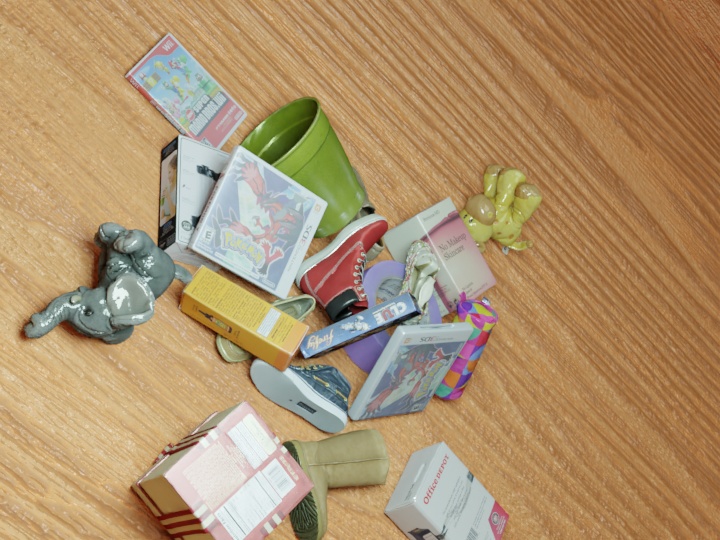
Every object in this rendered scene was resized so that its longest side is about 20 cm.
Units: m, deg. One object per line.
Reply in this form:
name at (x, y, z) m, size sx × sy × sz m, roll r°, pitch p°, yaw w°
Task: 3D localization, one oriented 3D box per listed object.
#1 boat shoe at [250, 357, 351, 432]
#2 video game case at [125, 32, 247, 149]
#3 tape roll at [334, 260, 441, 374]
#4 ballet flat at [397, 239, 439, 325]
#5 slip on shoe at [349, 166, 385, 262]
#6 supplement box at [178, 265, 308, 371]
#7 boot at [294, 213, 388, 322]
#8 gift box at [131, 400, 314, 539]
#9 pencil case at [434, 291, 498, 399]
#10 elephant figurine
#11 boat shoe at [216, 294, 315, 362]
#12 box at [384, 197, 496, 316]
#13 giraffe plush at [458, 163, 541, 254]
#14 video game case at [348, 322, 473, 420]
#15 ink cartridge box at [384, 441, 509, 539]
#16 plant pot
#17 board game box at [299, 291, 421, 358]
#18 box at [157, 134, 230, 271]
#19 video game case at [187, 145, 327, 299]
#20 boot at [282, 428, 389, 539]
boat shoe at (-0.098, 0.183, 1.670) m, size 0.200 × 0.071 × 0.091 m, roll 40°, pitch 39°, yaw -25°
video game case at (-0.301, -0.306, 1.764) m, size 0.200 × 0.017 × 0.143 m, roll 45°, pitch 45°, yaw -16°
tape roll at (0.052, 0.090, 1.844) m, size 0.199 × 0.085 × 0.202 m, roll 22°, pitch 54°, yaw -34°
ballet flat at (0.114, 0.017, 1.835) m, size 0.075 × 0.064 × 0.201 m, roll 35°, pitch 48°, yaw -25°
slip on shoe at (0.002, -0.116, 1.922) m, size 0.076 × 0.060 × 0.202 m, roll 9°, pitch 63°, yaw -40°
supplement box at (-0.185, 0.075, 1.582) m, size 0.199 × 0.067 × 0.069 m, roll 29°, pitch 55°, yaw 0°
boot at (0.000, 0.000, 1.758) m, size 0.200 × 0.073 × 0.144 m, roll -40°, pitch 58°, yaw -14°
gift box at (-0.185, 0.303, 1.424) m, size 0.199 × 0.186 × 0.185 m, roll -35°, pitch 93°, yaw -32°
pencil case at (0.186, 0.143, 1.869) m, size 0.088 × 0.201 × 0.089 m, roll 16°, pitch 27°, yaw -9°
elephant figurine at (-0.362, 0.045, 1.459) m, size 0.142 × 0.154 × 0.202 m, roll 75°, pitch 29°, yaw -59°
boat shoe at (-0.155, 0.090, 1.660) m, size 0.200 × 0.063 × 0.074 m, roll -23°, pitch 85°, yaw -48°
box at (0.157, -0.022, 1.986) m, size 0.128 × 0.109 × 0.201 m, roll -31°, pitch 91°, yaw -47°
giraffe plush at (0.267, -0.116, 2.136) m, size 0.161 × 0.172 × 0.202 m, roll -12°, pitch 111°, yaw -36°
video game case at (0.089, 0.175, 1.751) m, size 0.181 × 0.201 × 0.023 m, roll 0°, pitch 39°, yaw -44°
ink cartridge box at (0.153, 0.425, 1.762) m, size 0.200 × 0.084 × 0.145 m, roll 48°, pitch 44°, yaw -15°
plant pot at (-0.096, -0.166, 1.778) m, size 0.193 × 0.199 × 0.201 m, roll 49°, pitch 42°, yaw -29°
board game box at (0.001, 0.093, 1.679) m, size 0.135 × 0.198 × 0.035 m, roll 30°, pitch 37°, yaw -81°
box at (-0.268, -0.111, 1.660) m, size 0.116 × 0.060 × 0.202 m, roll 16°, pitch 59°, yaw -37°
video game case at (-0.163, -0.075, 1.639) m, size 0.199 × 0.023 × 0.184 m, roll 31°, pitch 77°, yaw -35°
boot at (-0.028, 0.348, 1.645) m, size 0.199 × 0.066 × 0.177 m, roll 5°, pitch 66°, yaw -44°
